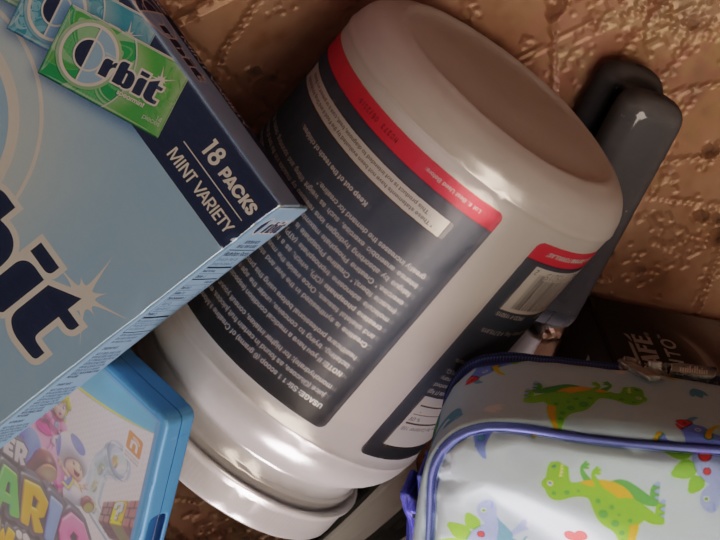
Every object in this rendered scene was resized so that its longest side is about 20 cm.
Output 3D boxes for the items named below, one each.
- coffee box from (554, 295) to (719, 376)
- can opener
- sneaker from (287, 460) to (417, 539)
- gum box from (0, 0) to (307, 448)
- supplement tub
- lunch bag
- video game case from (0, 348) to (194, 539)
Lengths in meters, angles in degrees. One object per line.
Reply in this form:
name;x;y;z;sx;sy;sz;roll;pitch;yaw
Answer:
coffee box;0.192;0.091;1.237;0.200;0.114;0.080;10;122;-21
can opener;0.068;-0.005;1.181;0.067;0.053;0.200;15;117;-23
sneaker;-0.009;0.178;1.165;0.115;0.200;0.076;51;145;-3
gum box;-0.150;-0.033;1.055;0.200;0.045;0.170;-37;82;11
supplement tub;0.000;0.000;1.113;0.140;0.140;0.200;30;111;-29
lunch bag;0.095;0.134;1.072;0.160;0.082;0.200;5;115;7
video game case;-0.139;0.099;1.143;0.018;0.143;0.200;-18;136;-40
